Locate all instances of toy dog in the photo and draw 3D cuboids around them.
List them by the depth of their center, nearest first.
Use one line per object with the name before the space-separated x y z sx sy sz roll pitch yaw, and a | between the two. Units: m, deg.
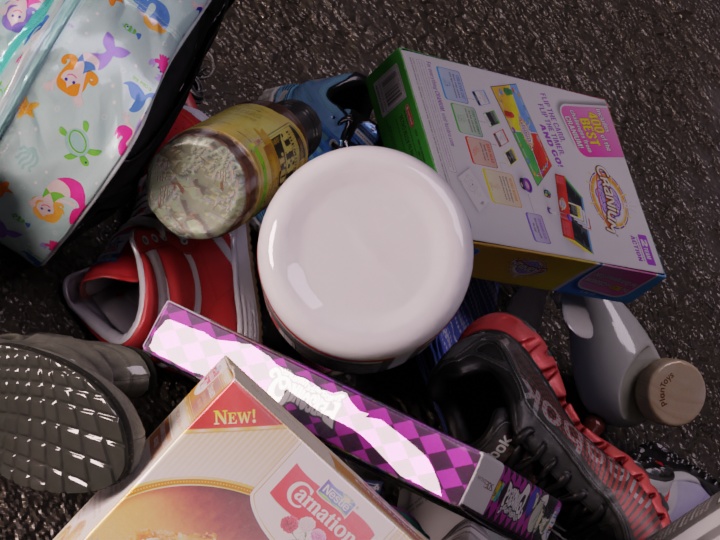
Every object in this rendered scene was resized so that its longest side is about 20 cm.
toy dog | 0.153 0.051 1.464 0.096 0.132 0.200 -42 86 -19

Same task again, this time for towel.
towel | 0.069 0.023 1.393 0.200 0.024 0.145 -78 154 -49

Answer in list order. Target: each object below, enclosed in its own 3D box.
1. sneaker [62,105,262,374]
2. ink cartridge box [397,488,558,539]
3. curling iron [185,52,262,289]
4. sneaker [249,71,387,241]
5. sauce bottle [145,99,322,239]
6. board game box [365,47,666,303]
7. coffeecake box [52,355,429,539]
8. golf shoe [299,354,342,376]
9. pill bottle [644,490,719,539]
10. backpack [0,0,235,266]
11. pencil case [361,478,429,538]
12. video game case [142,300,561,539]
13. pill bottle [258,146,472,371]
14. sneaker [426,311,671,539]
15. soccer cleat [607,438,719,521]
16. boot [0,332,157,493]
sneaker | -0.127 -0.028 1.237 0.112 0.071 0.200 18 48 -43
ink cartridge box | 0.090 0.221 1.233 0.145 0.084 0.200 36 36 -19
curling iron | -0.094 -0.076 1.360 0.050 0.026 0.200 1 57 -46
sneaker | -0.028 -0.073 1.355 0.078 0.090 0.200 52 26 -33
sauce bottle | -0.067 -0.069 1.211 0.065 0.065 0.200 49 21 -2
board game box | 0.107 -0.062 1.383 0.200 0.040 0.153 10 54 -39
coffeecake box | -0.076 0.168 0.991 0.154 0.200 0.073 43 0 -10
golf shoe | 0.013 0.009 1.362 0.092 0.075 0.200 41 36 -19
pill bottle | 0.194 0.194 1.123 0.116 0.200 0.116 28 41 -27
backpack | -0.173 -0.110 1.172 0.151 0.178 0.200 28 48 -16
pencil case | -0.007 0.220 1.111 0.085 0.092 0.200 77 15 -48
video game case | 0.000 0.088 1.121 0.200 0.036 0.181 25 -5 23
pill bottle | 0.000 0.000 1.171 0.116 0.116 0.200 52 -6 4
sneaker | 0.110 0.118 1.219 0.200 0.071 0.098 53 34 12
soccer cleat | 0.205 0.166 1.449 0.068 0.073 0.200 31 8 27
boot | -0.151 0.058 1.040 0.131 0.200 0.068 -10 105 -48
